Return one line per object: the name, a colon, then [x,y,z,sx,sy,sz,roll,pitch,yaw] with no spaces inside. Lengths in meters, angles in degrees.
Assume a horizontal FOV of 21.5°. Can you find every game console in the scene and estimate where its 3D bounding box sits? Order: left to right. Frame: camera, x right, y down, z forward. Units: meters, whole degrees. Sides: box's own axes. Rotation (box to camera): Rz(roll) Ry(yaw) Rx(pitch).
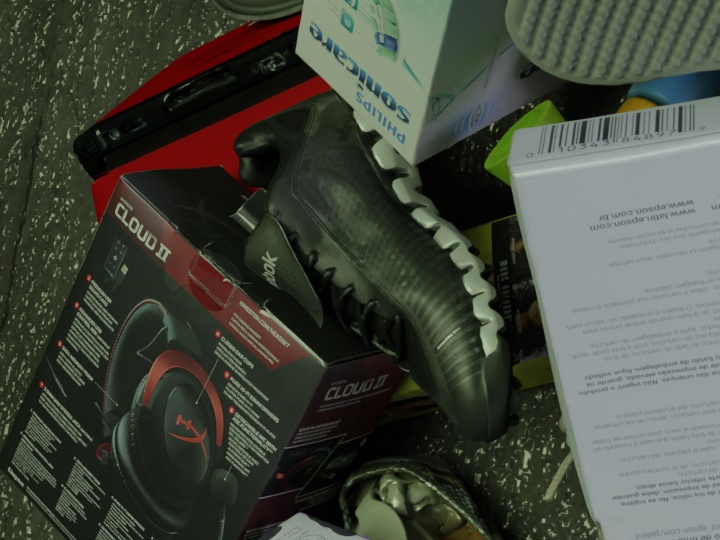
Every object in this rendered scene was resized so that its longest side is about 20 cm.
game console: [-0.040,-0.062,0.983,0.200,0.172,0.119,-20,108,36]

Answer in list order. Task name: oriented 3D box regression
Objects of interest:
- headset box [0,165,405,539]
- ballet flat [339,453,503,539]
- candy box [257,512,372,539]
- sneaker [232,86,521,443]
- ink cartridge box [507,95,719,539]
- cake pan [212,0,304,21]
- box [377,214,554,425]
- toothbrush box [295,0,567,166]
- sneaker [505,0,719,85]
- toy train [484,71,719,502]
headset box: [-0.073,0.057,0.902,0.149,0.075,0.200,40,119,27]
ballet flat: [0.051,0.153,0.843,0.200,0.072,0.072,45,109,39]
candy box: [0.034,0.211,0.784,0.200,0.071,0.168,14,125,43]
sneaker: [0.000,0.000,0.807,0.090,0.067,0.200,-18,54,-11]
ink cartridge box: [0.170,0.027,0.689,0.199,0.200,0.041,-8,27,14]
cake pan: [-0.019,-0.222,0.988,0.200,0.037,0.201,-29,41,29]
box: [0.042,0.025,0.898,0.200,0.050,0.076,-16,69,39]
toothbrush box: [0.063,-0.161,0.776,0.085,0.146,0.200,46,146,24]
sneaker: [0.155,-0.124,0.657,0.200,0.073,0.114,7,48,38]
toy train: [0.096,-0.019,0.772,0.200,0.116,0.085,-52,12,-10]
